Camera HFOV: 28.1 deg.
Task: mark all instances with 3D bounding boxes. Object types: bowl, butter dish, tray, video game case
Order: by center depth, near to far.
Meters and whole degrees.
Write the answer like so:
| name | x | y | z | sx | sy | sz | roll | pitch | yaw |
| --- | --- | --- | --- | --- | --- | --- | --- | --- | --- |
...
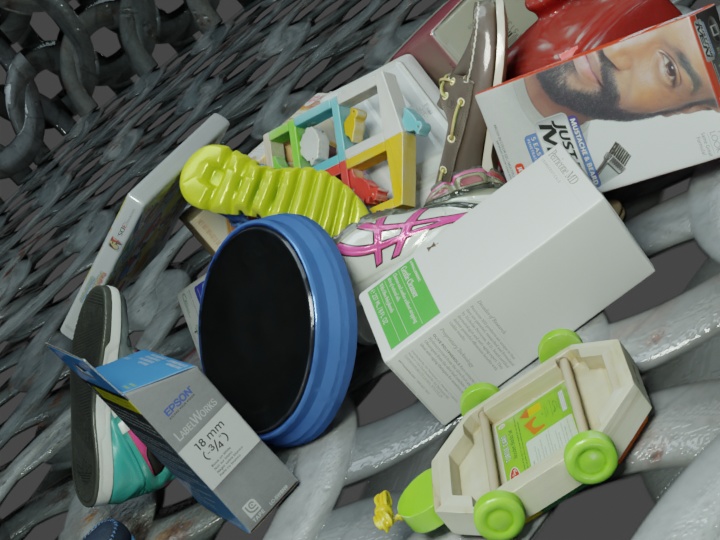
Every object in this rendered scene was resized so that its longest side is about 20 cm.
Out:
| name | x | y | z | sx | sy | sz | roll | pitch | yaw |
| --- | --- | --- | --- | --- | --- | --- | --- | --- | --- |
| bowl | -0.077 | 0.051 | 1.236 | 0.039 | 0.202 | 0.200 | 1 | -10 | -37 |
| butter dish | 0.200 | -0.196 | 1.295 | 0.199 | 0.148 | 0.200 | -43 | 19 | -21 |
| tray | 0.043 | -0.136 | 1.380 | 0.107 | 0.022 | 0.200 | -27 | 50 | -7 |
| video game case | -0.208 | -0.045 | 1.401 | 0.182 | 0.023 | 0.200 | -57 | -1 | 34 |

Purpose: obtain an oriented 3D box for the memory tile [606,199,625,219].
| name | x | y | z | sx | sy | sz | roll | pitch | yaw |
| --- | --- | --- | --- | --- | --- | --- | --- | --- | --- |
| memory tile | 0.139 | -0.026 | 1.242 | 0.153 | 0.017 | 0.200 | -40 | 19 | 1 |

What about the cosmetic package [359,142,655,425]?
| name | x | y | z | sx | sy | sz | roll | pitch | yaw |
| --- | --- | --- | --- | --- | --- | --- | --- | --- | --- |
| cosmetic package | 0.108 | 0.010 | 1.091 | 0.200 | 0.085 | 0.108 | -39 | 29 | 8 |

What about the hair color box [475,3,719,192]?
| name | x | y | z | sx | sy | sz | roll | pitch | yaw |
| --- | --- | --- | --- | --- | --- | --- | --- | --- | --- |
| hair color box | 0.202 | -0.124 | 1.147 | 0.199 | 0.111 | 0.064 | -17 | 7 | 37 |

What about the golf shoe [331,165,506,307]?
| name | x | y | z | sx | sy | sz | roll | pitch | yaw |
| --- | --- | --- | --- | --- | --- | --- | --- | --- | --- |
| golf shoe | 0.046 | -0.011 | 1.220 | 0.199 | 0.073 | 0.092 | -29 | 45 | 8 |

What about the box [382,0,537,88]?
| name | x | y | z | sx | sy | sz | roll | pitch | yaw |
| --- | --- | --- | --- | --- | --- | --- | --- | --- | --- |
| box | 0.121 | -0.216 | 1.485 | 0.109 | 0.128 | 0.200 | -45 | 7 | -11 |

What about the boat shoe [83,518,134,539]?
| name | x | y | z | sx | sy | sz | roll | pitch | yaw |
| --- | --- | --- | --- | --- | --- | --- | --- | --- | --- |
| boat shoe | -0.267 | 0.283 | 1.226 | 0.084 | 0.069 | 0.200 | -20 | 26 | 45 |

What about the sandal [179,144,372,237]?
| name | x | y | z | sx | sy | sz | roll | pitch | yaw |
| --- | --- | --- | --- | --- | --- | --- | --- | --- | --- |
| sandal | -0.066 | -0.057 | 1.329 | 0.199 | 0.087 | 0.080 | 25 | 83 | 23 |

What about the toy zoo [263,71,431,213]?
| name | x | y | z | sx | sy | sz | roll | pitch | yaw |
| --- | --- | --- | --- | --- | --- | --- | --- | --- | --- |
| toy zoo | -0.013 | -0.100 | 1.349 | 0.199 | 0.020 | 0.132 | -22 | 69 | 41 |

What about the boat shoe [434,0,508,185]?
| name | x | y | z | sx | sy | sz | roll | pitch | yaw |
| --- | --- | --- | --- | --- | --- | --- | --- | --- | --- |
| boat shoe | 0.096 | -0.141 | 1.269 | 0.059 | 0.201 | 0.072 | 6 | 22 | 7 |

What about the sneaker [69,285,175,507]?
| name | x | y | z | sx | sy | sz | roll | pitch | yaw |
| --- | --- | --- | --- | --- | --- | --- | --- | --- | --- |
| sneaker | -0.199 | 0.115 | 1.335 | 0.120 | 0.201 | 0.083 | 2 | -1 | -36 |

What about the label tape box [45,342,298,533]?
| name | x | y | z | sx | sy | sz | roll | pitch | yaw |
| --- | --- | --- | --- | --- | --- | --- | --- | --- | --- |
| label tape box | -0.157 | 0.116 | 1.190 | 0.063 | 0.200 | 0.144 | -45 | 20 | -16 |

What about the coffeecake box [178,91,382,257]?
| name | x | y | z | sx | sy | sz | roll | pitch | yaw |
| --- | --- | --- | --- | --- | --- | --- | --- | --- | --- |
| coffeecake box | -0.061 | -0.062 | 1.488 | 0.200 | 0.154 | 0.073 | -43 | 16 | -9 |

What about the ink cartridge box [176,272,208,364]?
| name | x | y | z | sx | sy | sz | roll | pitch | yaw |
| --- | --- | --- | --- | --- | --- | --- | --- | --- | --- |
| ink cartridge box | -0.111 | 0.038 | 1.393 | 0.039 | 0.100 | 0.200 | -17 | -6 | -32 |

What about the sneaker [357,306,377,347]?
| name | x | y | z | sx | sy | sz | roll | pitch | yaw |
| --- | --- | --- | --- | --- | --- | --- | --- | --- | --- |
| sneaker | 0.000 | 0.000 | 1.360 | 0.099 | 0.071 | 0.200 | -17 | 33 | 39 |

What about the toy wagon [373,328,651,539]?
| name | x | y | z | sx | sy | sz | roll | pitch | yaw |
| --- | --- | --- | --- | --- | --- | --- | --- | --- | --- |
| toy wagon | 0.097 | 0.119 | 0.950 | 0.200 | 0.040 | 0.155 | -36 | 18 | 14 |
